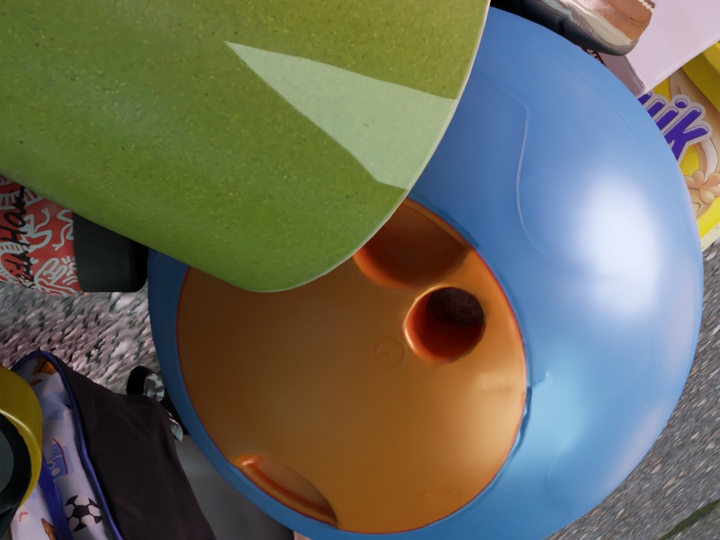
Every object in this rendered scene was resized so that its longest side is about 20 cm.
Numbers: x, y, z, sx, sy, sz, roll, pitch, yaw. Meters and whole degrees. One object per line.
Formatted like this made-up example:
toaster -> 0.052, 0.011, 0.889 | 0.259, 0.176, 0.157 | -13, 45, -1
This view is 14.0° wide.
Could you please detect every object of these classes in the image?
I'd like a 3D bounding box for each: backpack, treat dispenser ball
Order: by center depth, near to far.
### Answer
treat dispenser ball -> 0.023, 0.004, 1.050 | 0.200, 0.201, 0.201 | -35, 160, -15
backpack -> -0.161, 0.152, 1.293 | 0.153, 0.200, 0.191 | 25, 116, -32

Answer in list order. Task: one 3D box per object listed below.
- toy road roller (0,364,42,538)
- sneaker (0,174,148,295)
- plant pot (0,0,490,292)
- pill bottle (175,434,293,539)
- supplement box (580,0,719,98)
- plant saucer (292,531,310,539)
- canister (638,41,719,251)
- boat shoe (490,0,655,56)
toy road roller -> -0.221, 0.059, 1.122 | 0.199, 0.147, 0.123 | 12, 138, -17
sneaker -> -0.127, -0.040, 1.127 | 0.201, 0.107, 0.068 | -80, 172, -74
plant pot -> -0.092, -0.108, 0.873 | 0.199, 0.188, 0.187 | 16, 127, -32
pill bottle -> -0.088, 0.163, 1.539 | 0.116, 0.117, 0.200 | -36, 166, -10
supplement box -> 0.060, -0.074, 1.277 | 0.200, 0.061, 0.109 | -30, -177, 39
plant saucer -> -0.015, 0.112, 1.466 | 0.036, 0.202, 0.201 | -4, 156, -1
canister -> 0.115, -0.058, 1.400 | 0.200, 0.149, 0.086 | -44, 160, 17
boat shoe -> 0.038, -0.150, 1.059 | 0.200, 0.076, 0.074 | 34, 86, -32
